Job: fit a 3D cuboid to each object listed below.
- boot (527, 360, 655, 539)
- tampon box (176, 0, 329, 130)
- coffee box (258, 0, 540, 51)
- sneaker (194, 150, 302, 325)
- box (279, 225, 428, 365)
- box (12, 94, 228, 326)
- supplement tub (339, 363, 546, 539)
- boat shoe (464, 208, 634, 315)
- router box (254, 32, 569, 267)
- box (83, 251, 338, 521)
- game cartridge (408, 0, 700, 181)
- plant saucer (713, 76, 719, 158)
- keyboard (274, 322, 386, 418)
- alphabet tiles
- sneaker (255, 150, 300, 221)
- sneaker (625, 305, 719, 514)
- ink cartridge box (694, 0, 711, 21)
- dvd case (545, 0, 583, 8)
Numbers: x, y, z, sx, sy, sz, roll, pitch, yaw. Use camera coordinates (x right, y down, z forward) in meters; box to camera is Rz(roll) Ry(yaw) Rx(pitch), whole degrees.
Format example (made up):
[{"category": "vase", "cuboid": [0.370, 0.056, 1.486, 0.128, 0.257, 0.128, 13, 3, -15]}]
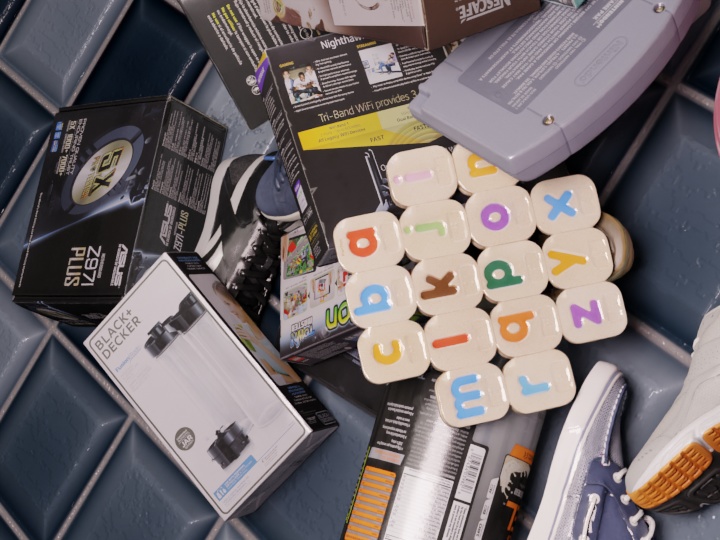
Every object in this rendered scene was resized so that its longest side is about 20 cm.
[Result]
[{"category": "boot", "cuboid": [0.175, 0.169, 1.210, 0.089, 0.073, 0.202, 16, 77, 19]}, {"category": "tampon box", "cuboid": [-0.045, -0.238, 1.438, 0.199, 0.127, 0.150, -29, 23, 1]}, {"category": "coffee box", "cuboid": [0.022, -0.223, 1.252, 0.199, 0.112, 0.081, 19, 124, 50]}, {"category": "sneaker", "cuboid": [-0.087, -0.016, 1.496, 0.111, 0.073, 0.202, -11, 64, 39]}, {"category": "box", "cuboid": [0.000, 0.000, 1.377, 0.199, 0.034, 0.111, -24, 61, 53]}, {"category": "box", "cuboid": [-0.228, -0.053, 1.626, 0.162, 0.086, 0.202, 0, 72, 40]}, {"category": "supplement tub", "cuboid": [0.056, 0.169, 1.264, 0.122, 0.122, 0.202, 11, 80, 43]}, {"category": "boat shoe", "cuboid": [0.129, -0.005, 1.309, 0.198, 0.066, 0.075, -8, 77, 41]}, {"category": "router box", "cuboid": [0.038, -0.106, 1.282, 0.052, 0.198, 0.159, 128, 126, -70]}, {"category": "box", "cuboid": [-0.127, 0.095, 1.441, 0.117, 0.060, 0.200, -44, 75, 17]}, {"category": "game cartridge", "cuboid": [0.144, -0.154, 1.225, 0.200, 0.041, 0.133, -45, 45, -12]}, {"category": "plant saucer", "cuboid": [0.331, -0.130, 1.198, 0.199, 0.051, 0.203, -18, 61, 36]}, {"category": "keyboard", "cuboid": [0.012, 0.048, 1.423, 0.199, 0.020, 0.128, 29, 98, 43]}, {"category": "alphabet tiles", "cuboid": [0.085, 0.006, 1.220, 0.193, 0.015, 0.202, -12, 80, -7]}, {"category": "sneaker", "cuboid": [-0.043, -0.108, 1.390, 0.200, 0.084, 0.076, -38, 48, 42]}, {"category": "sneaker", "cuboid": [0.250, 0.079, 1.176, 0.200, 0.076, 0.092, -45, 41, 7]}, {"category": "ink cartridge box", "cuboid": [0.167, -0.246, 1.364, 0.145, 0.084, 0.201, -43, 50, 19]}, {"category": "dvd case", "cuboid": [0.133, -0.270, 1.292, 0.199, 0.022, 0.146, 25, 67, 44]}]
